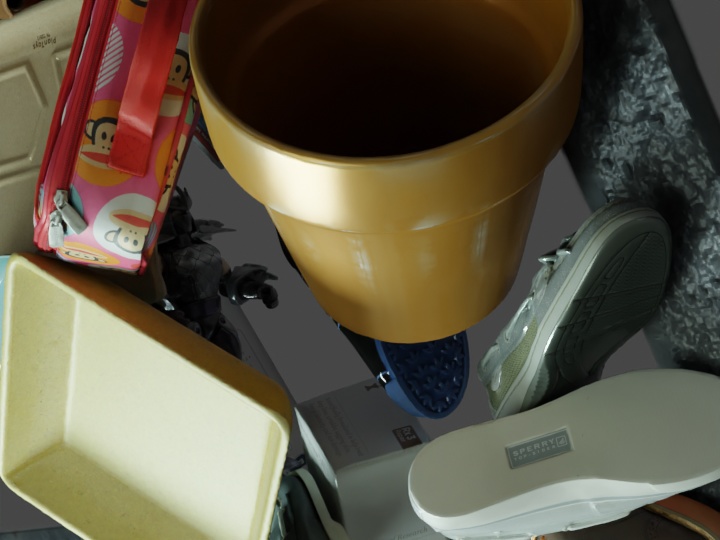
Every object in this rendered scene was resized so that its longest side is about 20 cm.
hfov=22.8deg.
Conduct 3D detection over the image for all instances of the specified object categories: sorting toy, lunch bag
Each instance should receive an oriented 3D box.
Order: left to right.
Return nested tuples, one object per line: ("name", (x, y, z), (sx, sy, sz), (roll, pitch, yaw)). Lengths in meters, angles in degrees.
("sorting toy", (-0.190, -0.070, 1.146), (0.184, 0.036, 0.202), (-11, 84, 42))
("lunch bag", (-0.123, -0.100, 0.987), (0.081, 0.202, 0.176), (15, 173, -9))

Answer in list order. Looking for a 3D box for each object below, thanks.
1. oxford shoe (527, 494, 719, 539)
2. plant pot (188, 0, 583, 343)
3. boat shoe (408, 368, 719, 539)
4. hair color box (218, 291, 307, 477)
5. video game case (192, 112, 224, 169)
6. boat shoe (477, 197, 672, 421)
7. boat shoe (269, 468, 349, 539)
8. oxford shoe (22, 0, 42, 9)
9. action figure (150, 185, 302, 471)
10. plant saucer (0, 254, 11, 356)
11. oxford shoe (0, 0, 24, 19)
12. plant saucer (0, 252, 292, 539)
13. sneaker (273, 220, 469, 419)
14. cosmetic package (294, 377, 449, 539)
("oxford shoe", (0.126, 0.158, 1.061), (0.199, 0.073, 0.072), (10, 122, 42))
("plant pot", (0.021, -0.067, 0.959), (0.199, 0.200, 0.184), (29, 149, 29))
("boat shoe", (0.128, 0.113, 1.004), (0.069, 0.198, 0.073), (59, -167, -58))
("hair color box", (-0.090, 0.123, 1.248), (0.060, 0.100, 0.201), (-26, 95, 51))
("video game case", (-0.103, -0.169, 1.114), (0.143, 0.017, 0.200), (48, 146, 10))
("boat shoe", (0.112, 0.025, 1.004), (0.065, 0.074, 0.203), (59, 152, 28))
("boat shoe", (-0.044, 0.178, 1.122), (0.200, 0.061, 0.074), (-143, 37, -72))
("oxford shoe", (-0.234, -0.168, 1.227), (0.201, 0.071, 0.073), (51, 145, 6))
("action figure", (-0.102, 0.040, 1.174), (0.069, 0.129, 0.202), (-10, 93, 45))
("plant saucer", (-0.178, 0.072, 1.138), (0.199, 0.027, 0.202), (21, 130, 26))
("oxford shoe", (-0.257, -0.174, 1.146), (0.071, 0.072, 0.200), (26, 150, -23))
("plant saucer", (-0.123, 0.096, 1.058), (0.199, 0.048, 0.201), (30, 134, 18))
("sneaker", (0.000, 0.000, 1.108), (0.078, 0.070, 0.202), (-13, 102, 57))
("cosmetic package", (0.016, 0.184, 1.174), (0.102, 0.073, 0.202), (-128, 24, -63))
